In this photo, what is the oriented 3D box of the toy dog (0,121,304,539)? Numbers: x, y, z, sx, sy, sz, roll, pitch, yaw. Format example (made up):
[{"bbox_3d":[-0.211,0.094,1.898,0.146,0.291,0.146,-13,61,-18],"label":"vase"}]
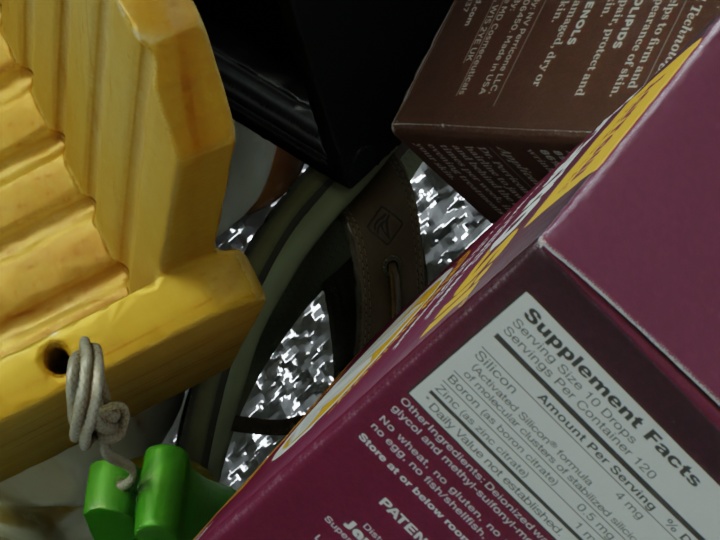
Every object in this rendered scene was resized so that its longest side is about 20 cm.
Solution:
[{"bbox_3d":[-0.100,-0.017,0.955,0.194,0.139,0.200,-34,23,49],"label":"toy dog"}]

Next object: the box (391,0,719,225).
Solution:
[{"bbox_3d":[0.115,-0.037,0.788,0.200,0.100,0.075,8,64,49],"label":"box"}]

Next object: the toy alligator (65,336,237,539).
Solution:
[{"bbox_3d":[-0.045,0.080,0.820,0.054,0.200,0.059,3,57,3],"label":"toy alligator"}]

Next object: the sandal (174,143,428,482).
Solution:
[{"bbox_3d":[0.001,-0.001,0.904,0.201,0.057,0.080,-57,-5,-17],"label":"sandal"}]

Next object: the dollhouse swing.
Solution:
[{"bbox_3d":[-0.132,-0.054,0.782,0.181,0.176,0.200,-26,78,2],"label":"dollhouse swing"}]

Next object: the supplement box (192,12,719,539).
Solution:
[{"bbox_3d":[0.047,0.036,0.719,0.110,0.086,0.200,-48,2,-41],"label":"supplement box"}]

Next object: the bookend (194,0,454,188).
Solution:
[{"bbox_3d":[-0.060,-0.156,0.859,0.199,0.200,0.092,33,65,32],"label":"bookend"}]
